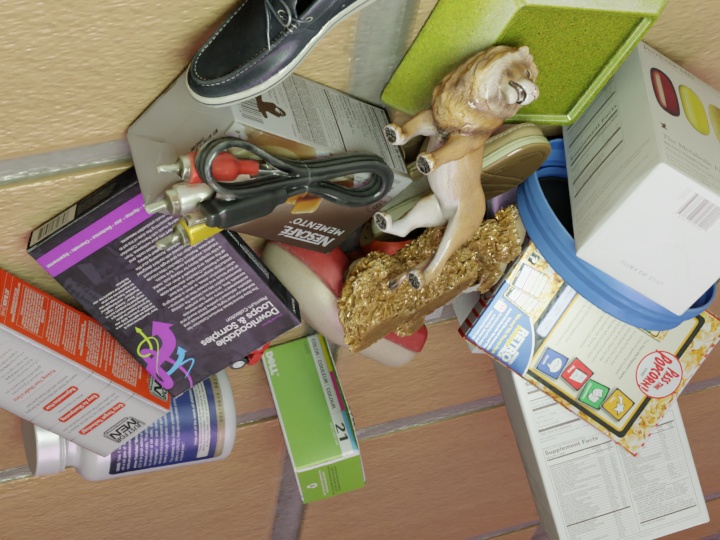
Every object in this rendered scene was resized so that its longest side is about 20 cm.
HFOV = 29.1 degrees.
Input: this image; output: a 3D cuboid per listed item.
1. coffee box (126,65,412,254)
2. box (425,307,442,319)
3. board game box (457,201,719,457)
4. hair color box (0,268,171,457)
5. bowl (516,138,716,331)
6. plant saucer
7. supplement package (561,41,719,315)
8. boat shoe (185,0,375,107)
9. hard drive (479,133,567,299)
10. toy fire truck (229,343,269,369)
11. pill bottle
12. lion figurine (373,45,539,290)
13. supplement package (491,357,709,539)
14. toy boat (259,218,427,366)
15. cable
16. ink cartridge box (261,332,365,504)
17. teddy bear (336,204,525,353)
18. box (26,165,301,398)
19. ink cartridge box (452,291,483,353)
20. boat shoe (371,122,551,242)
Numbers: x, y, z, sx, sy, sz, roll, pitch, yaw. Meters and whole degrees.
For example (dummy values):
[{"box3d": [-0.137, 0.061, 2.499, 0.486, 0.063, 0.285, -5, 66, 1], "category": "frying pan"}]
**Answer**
[{"box3d": [-0.070, -0.091, 1.108, 0.114, 0.080, 0.199, -38, 147, 30], "category": "coffee box"}, {"box3d": [0.072, -0.014, 1.380, 0.041, 0.039, 0.200, -11, 151, -13], "category": "box"}, {"box3d": [0.214, 0.053, 1.281, 0.152, 0.199, 0.046, -54, -174, 4], "category": "board game box"}, {"box3d": [-0.276, 0.085, 1.239, 0.101, 0.062, 0.200, -34, 128, 30], "category": "hair color box"}, {"box3d": [0.221, -0.031, 1.213, 0.200, 0.201, 0.039, 7, 135, -40], "category": "bowl"}, {"box3d": [0.144, -0.181, 1.124, 0.198, 0.048, 0.200, -2, 147, -30], "category": "plant saucer"}, {"box3d": [0.248, -0.083, 1.165, 0.113, 0.201, 0.110, 28, 125, -17], "category": "supplement package"}, {"box3d": [-0.048, -0.189, 0.963, 0.199, 0.075, 0.062, -34, 144, 15], "category": "boat shoe"}, {"box3d": [0.180, -0.031, 1.327, 0.138, 0.033, 0.201, -12, 119, -15], "category": "hard drive"}, {"box3d": [-0.161, 0.041, 1.315, 0.199, 0.049, 0.141, 0, 145, -33], "category": "toy fire truck"}, {"box3d": [-0.234, 0.149, 1.394, 0.199, 0.112, 0.111, -7, 149, -24], "category": "pill bottle"}, {"box3d": [0.075, -0.079, 1.087, 0.122, 0.072, 0.201, -31, 148, -36], "category": "lion figurine"}, {"box3d": [0.236, 0.161, 1.395, 0.150, 0.201, 0.152, -17, -174, -1], "category": "supplement package"}, {"box3d": [0.000, 0.000, 1.303, 0.131, 0.130, 0.200, -57, 146, 3], "category": "toy boat"}, {"box3d": [-0.064, -0.074, 1.039, 0.199, 0.050, 0.098, -19, 135, -30], "category": "cable"}, {"box3d": [-0.054, 0.134, 1.445, 0.075, 0.149, 0.200, -16, 151, -4], "category": "ink cartridge box"}, {"box3d": [0.059, -0.002, 1.202, 0.199, 0.067, 0.145, -29, 161, -13], "category": "teddy bear"}, {"box3d": [-0.163, 0.008, 1.179, 0.142, 0.036, 0.200, -29, 122, 16], "category": "box"}, {"box3d": [0.220, 0.022, 1.493, 0.199, 0.084, 0.145, 5, 142, -37], "category": "ink cartridge box"}, {"box3d": [0.076, -0.087, 1.192, 0.074, 0.067, 0.199, 2, 158, -46], "category": "boat shoe"}]
